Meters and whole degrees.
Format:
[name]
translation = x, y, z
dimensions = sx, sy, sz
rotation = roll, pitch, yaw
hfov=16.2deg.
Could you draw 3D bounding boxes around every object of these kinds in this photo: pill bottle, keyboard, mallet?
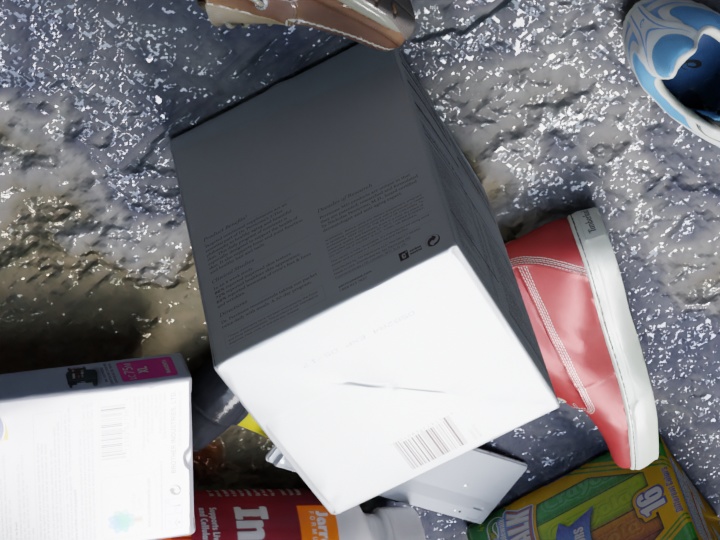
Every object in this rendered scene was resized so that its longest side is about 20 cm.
[pill bottle]
translation = -0.061, 0.201, 1.690
dimensions = 0.200, 0.113, 0.113
rotation = -1, 130, -14
[keyboard]
translation = 0.027, 0.128, 1.695
dimensions = 0.200, 0.011, 0.056
rotation = 19, 112, -39
[mallet]
translation = -0.048, 0.119, 1.676
dimensions = 0.066, 0.041, 0.200
rotation = -38, 132, 18

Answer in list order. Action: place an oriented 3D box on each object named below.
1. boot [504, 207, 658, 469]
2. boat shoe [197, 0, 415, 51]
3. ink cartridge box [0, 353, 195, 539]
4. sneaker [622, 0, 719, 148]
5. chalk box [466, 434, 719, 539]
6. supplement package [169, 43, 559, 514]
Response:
[boot]
translation = 0.111, 0.062, 1.642
dimensions = 0.144, 0.072, 0.200
rotation = -19, 124, 4
[boat shoe]
translation = -0.062, -0.171, 1.400
dimensions = 0.200, 0.076, 0.072
rotation = 27, 124, -21
[ink cartridge box]
translation = -0.204, 0.120, 1.576
dimensions = 0.200, 0.042, 0.119
rotation = -8, 120, -17
[sneaker]
translation = 0.234, -0.096, 1.532
dimensions = 0.200, 0.073, 0.072
rotation = 30, 116, -34
[chalk box]
translation = 0.156, 0.227, 1.757
dimensions = 0.200, 0.125, 0.124
rotation = -29, 131, 10
[supplement package]
translation = 0.000, 0.000, 1.471
dimensions = 0.152, 0.200, 0.151
rotation = -26, 132, 10
